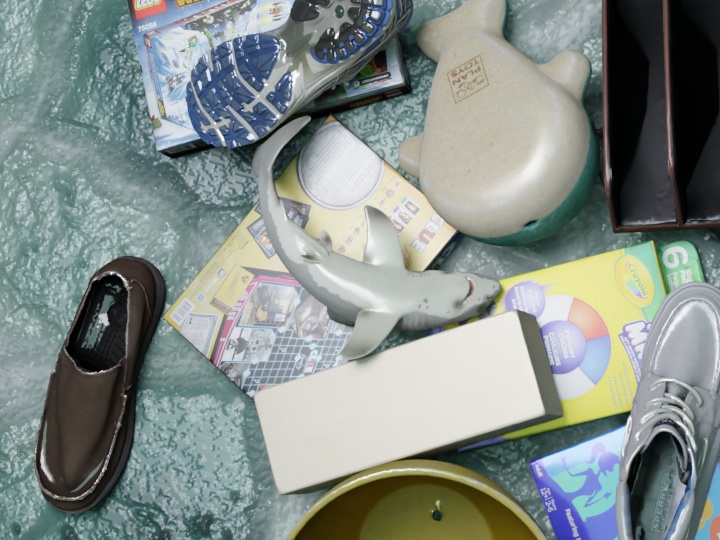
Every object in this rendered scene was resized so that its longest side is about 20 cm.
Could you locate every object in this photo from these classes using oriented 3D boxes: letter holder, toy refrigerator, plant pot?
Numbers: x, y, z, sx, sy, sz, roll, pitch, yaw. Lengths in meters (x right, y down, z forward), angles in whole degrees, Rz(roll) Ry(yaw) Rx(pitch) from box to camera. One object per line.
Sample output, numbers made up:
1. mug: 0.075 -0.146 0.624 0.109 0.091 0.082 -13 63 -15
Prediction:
1. letter holder: 0.213 -0.146 1.194 0.100 0.142 0.201 -3 69 14
2. toy refrigerator: 0.034 0.094 1.225 0.199 0.070 0.076 -19 79 15
3. plant pot: 0.043 0.212 1.201 0.198 0.142 0.202 1 101 5

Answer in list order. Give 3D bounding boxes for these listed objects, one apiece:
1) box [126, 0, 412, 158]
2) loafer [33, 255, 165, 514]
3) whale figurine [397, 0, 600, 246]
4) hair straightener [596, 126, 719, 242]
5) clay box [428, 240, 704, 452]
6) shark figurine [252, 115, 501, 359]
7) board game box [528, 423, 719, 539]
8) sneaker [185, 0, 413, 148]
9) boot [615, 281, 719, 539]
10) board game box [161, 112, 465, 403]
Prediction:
1. box: -0.072 -0.178 1.336 0.199 0.040 0.138 -14 82 10
2. loafer: -0.207 0.083 1.319 0.073 0.071 0.201 12 86 13
3. whale figurine: 0.103 -0.108 1.273 0.159 0.104 0.201 -30 54 19
4. hair straightener: 0.251 -0.061 1.251 0.199 0.041 0.077 14 86 14
5. clay box: 0.154 0.052 1.255 0.199 0.048 0.116 -16 81 12
6. shark figurine: -0.022 -0.002 1.250 0.214 0.090 0.128 38 65 10
7. board game box: 0.237 0.170 1.225 0.199 0.045 0.153 -23 79 8
8. sneaker: -0.040 -0.149 1.270 0.199 0.085 0.077 -29 80 31
9. boot: 0.213 0.103 1.165 0.073 0.096 0.201 8 85 12
10. board game box: -0.034 0.004 1.310 0.135 0.035 0.200 41 93 14
